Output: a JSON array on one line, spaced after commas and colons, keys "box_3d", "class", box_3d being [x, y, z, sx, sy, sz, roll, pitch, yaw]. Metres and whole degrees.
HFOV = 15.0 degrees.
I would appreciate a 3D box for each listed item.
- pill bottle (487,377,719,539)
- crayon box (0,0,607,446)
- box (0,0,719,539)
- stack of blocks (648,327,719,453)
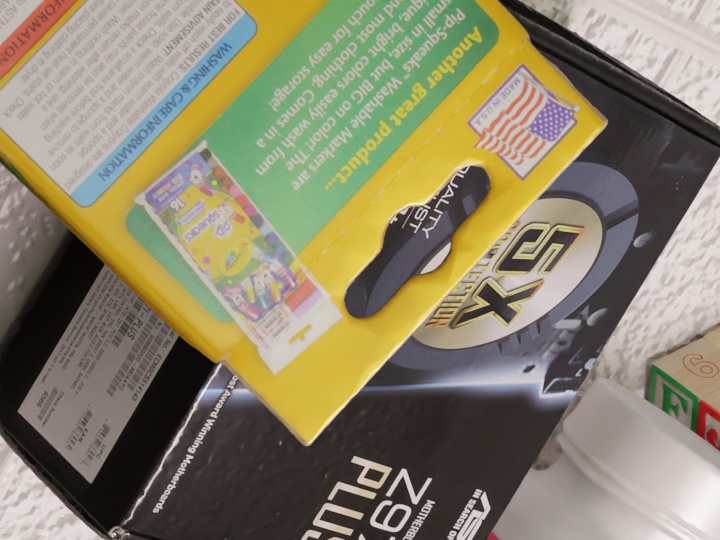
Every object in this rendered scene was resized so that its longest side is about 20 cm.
[{"box_3d": [0.067, 0.145, 1.031, 0.111, 0.111, 0.201, 27, 98, -48], "class": "pill bottle"}, {"box_3d": [-0.047, -0.067, 0.747, 0.200, 0.052, 0.126, 45, 84, -12], "class": "crayon box"}, {"box_3d": [0.000, 0.000, 0.887, 0.163, 0.086, 0.201, 23, 101, -48], "class": "box"}, {"box_3d": [0.210, 0.060, 1.139, 0.199, 0.059, 0.116, -24, 132, -28], "class": "stack of blocks"}]
